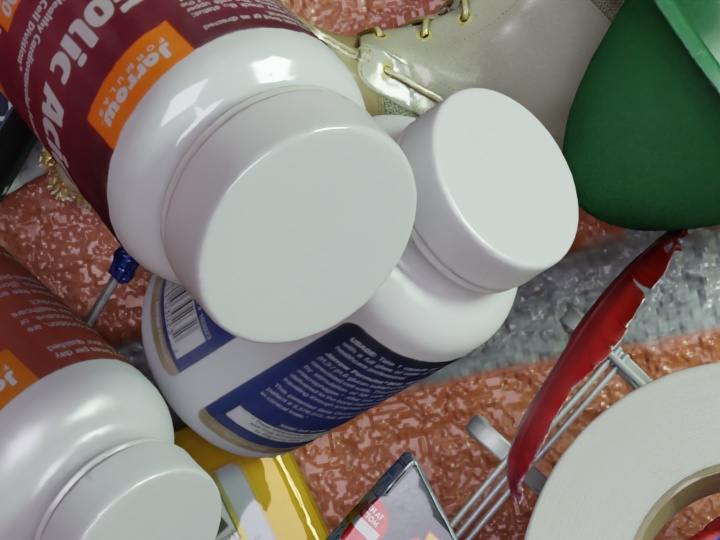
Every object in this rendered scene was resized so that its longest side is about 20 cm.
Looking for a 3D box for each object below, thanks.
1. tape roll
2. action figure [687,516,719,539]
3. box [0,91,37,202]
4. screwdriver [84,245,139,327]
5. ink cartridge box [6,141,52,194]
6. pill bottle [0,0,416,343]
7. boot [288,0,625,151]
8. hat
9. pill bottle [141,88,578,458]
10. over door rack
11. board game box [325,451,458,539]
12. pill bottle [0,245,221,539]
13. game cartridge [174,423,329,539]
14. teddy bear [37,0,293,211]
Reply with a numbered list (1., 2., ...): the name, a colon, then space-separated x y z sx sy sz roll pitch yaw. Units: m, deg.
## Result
1. tape roll: 0.168 0.138 0.922 0.201 0.037 0.205 -3 68 8
2. action figure: 0.197 0.133 0.969 0.198 0.052 0.066 -21 92 -1
3. box: -0.180 -0.149 0.979 0.141 0.079 0.201 33 99 2
4. screwdriver: -0.121 0.019 1.022 0.029 0.028 0.201 36 107 25
5. ink cartridge box: -0.257 -0.073 1.058 0.199 0.047 0.161 -32 86 -17
6. pill bottle: -0.068 -0.065 0.869 0.114 0.114 0.200 -43 46 -1
7. boot: 0.040 -0.117 1.010 0.199 0.072 0.155 33 87 -17
8. hat: 0.108 -0.037 0.977 0.176 0.200 0.166 -39 88 19
9. pill bottle: 0.000 0.000 0.950 0.199 0.111 0.112 -32 84 44
10. over door rack: 0.121 0.135 1.015 0.200 0.067 0.148 42 89 -10
11. board game box: -0.003 0.190 0.935 0.198 0.062 0.202 -14 89 -3
12. pill bottle: -0.155 0.069 0.962 0.200 0.112 0.112 37 89 35
13. game cartridge: -0.083 0.186 1.032 0.175 0.032 0.201 -27 85 1
14. teddy bear: -0.099 -0.124 1.041 0.144 0.067 0.202 -12 93 6
